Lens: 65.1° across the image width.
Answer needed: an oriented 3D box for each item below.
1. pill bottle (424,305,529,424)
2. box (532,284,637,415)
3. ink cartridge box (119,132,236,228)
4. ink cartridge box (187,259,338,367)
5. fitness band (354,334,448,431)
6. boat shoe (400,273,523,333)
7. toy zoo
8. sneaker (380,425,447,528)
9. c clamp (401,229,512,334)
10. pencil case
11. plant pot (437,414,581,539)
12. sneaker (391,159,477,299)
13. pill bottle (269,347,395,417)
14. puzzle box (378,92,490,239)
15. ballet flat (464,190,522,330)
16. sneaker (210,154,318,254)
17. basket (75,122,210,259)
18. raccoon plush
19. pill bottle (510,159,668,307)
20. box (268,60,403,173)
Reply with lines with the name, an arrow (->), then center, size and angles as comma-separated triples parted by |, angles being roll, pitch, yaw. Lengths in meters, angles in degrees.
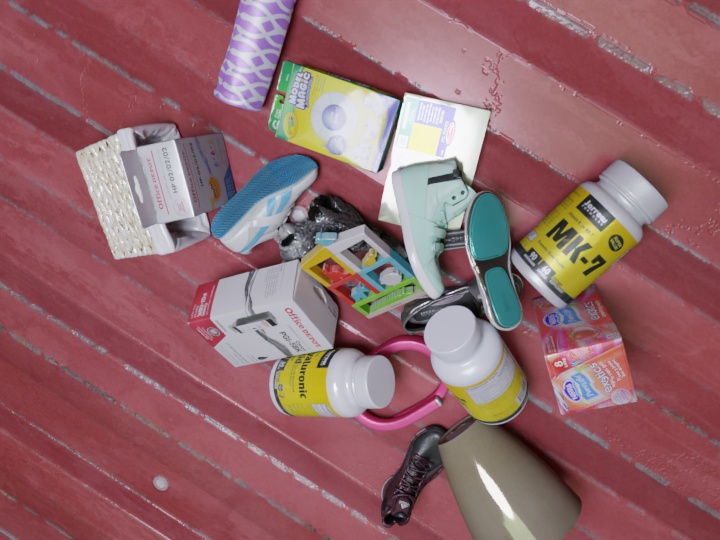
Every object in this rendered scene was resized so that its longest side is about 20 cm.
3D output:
pill bottle -> 0.175, 0.143, 0.860 | 0.111, 0.113, 0.200 | -25, 130, 18
box -> 0.313, 0.106, 0.811 | 0.102, 0.200, 0.095 | -16, 104, 18
ink cartridge box -> -0.270, -0.143, 0.868 | 0.067, 0.200, 0.116 | -8, 105, 15
ink cartridge box -> -0.156, 0.076, 0.932 | 0.198, 0.083, 0.147 | -14, 137, 21
fitness band -> 0.062, 0.198, 0.983 | 0.199, 0.037, 0.144 | -34, 96, 19
boat shoe -> 0.157, 0.058, 0.883 | 0.199, 0.057, 0.067 | -17, 111, 21
toy zoo -> 0.000, 0.000, 0.874 | 0.131, 0.021, 0.200 | -26, 132, 32
sneaker -> 0.095, 0.375, 0.987 | 0.075, 0.116, 0.201 | 28, 111, 3
c clamp -> 0.150, 0.012, 0.910 | 0.198, 0.027, 0.172 | -12, 113, 19
pencil case -> -0.161, -0.343, 0.849 | 0.085, 0.084, 0.201 | 38, 113, 37
plant pot -> 0.222, 0.343, 0.929 | 0.187, 0.187, 0.201 | -39, 83, 20
sneaker -> 0.124, -0.064, 0.832 | 0.117, 0.074, 0.202 | -14, 91, 15
pill bottle -> -0.046, 0.186, 0.935 | 0.199, 0.111, 0.112 | -9, 105, 35
puzzle box -> 0.111, -0.160, 0.870 | 0.132, 0.025, 0.202 | 15, 109, 8
ballet flat -> 0.186, -0.012, 0.820 | 0.069, 0.069, 0.202 | -12, 87, 16
sneaker -> -0.147, -0.109, 0.922 | 0.200, 0.081, 0.077 | -38, 51, 5
basket -> -0.354, -0.126, 0.928 | 0.122, 0.136, 0.202 | -12, 103, 18
raccoon plush -> -0.043, -0.025, 0.902 | 0.200, 0.097, 0.134 | 39, 118, 11
pill bottle -> 0.322, -0.052, 0.806 | 0.114, 0.114, 0.200 | 43, 107, -2
box -> -0.045, -0.239, 0.871 | 0.199, 0.048, 0.118 | 21, 109, 8
